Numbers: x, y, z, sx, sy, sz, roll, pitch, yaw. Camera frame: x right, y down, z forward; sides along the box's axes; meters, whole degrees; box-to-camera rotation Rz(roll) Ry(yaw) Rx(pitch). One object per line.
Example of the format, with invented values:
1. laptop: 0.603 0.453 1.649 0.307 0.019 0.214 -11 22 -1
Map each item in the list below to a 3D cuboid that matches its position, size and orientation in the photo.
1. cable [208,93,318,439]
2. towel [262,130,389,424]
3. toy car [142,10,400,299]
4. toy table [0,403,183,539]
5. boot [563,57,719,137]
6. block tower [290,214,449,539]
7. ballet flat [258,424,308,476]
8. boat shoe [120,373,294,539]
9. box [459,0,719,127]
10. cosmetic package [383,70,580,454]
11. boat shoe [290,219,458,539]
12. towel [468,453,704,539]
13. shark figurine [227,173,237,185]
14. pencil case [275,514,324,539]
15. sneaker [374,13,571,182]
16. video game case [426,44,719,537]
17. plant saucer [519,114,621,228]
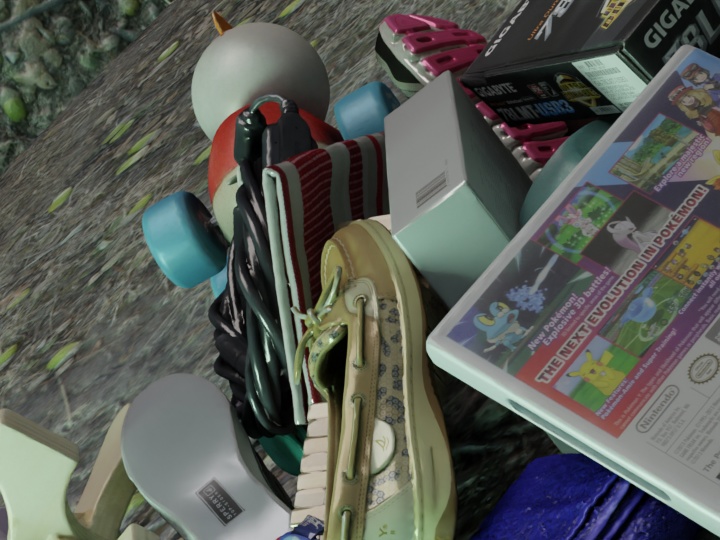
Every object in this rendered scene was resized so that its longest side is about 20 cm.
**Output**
1. cable: -0.061 0.011 1.301 0.163 0.051 0.201 114 158 -51
2. towel: 0.000 0.000 1.277 0.023 0.145 0.200 -6 6 21
3. toy car: -0.052 -0.093 1.567 0.184 0.177 0.201 -28 57 14
4. toy table: -0.152 0.162 1.285 0.117 0.183 0.200 -53 32 17
5. boot: 0.140 -0.085 1.368 0.166 0.072 0.201 48 133 48
6. block tower: 0.009 0.068 1.183 0.054 0.058 0.201 -10 55 25
7. ballet flat: -0.009 0.095 1.297 0.064 0.068 0.200 -34 15 -11
8. boat shoe: -0.072 0.129 1.236 0.069 0.057 0.200 -34 40 -5
9. box: 0.161 -0.165 1.197 0.200 0.050 0.198 -51 18 -12
10. cosmetic package: 0.076 -0.008 1.204 0.052 0.151 0.200 -37 16 12
11. boat shoe: 0.000 0.054 1.097 0.200 0.062 0.073 -104 15 -44
12. towel: 0.057 0.156 1.005 0.200 0.050 0.148 -49 18 -22
13. shark figurine: -0.016 0.013 1.464 0.128 0.215 0.089 -19 42 -35
14. pencil case: -0.056 0.213 1.070 0.200 0.078 0.087 -52 13 -29
15. sneaker: 0.069 -0.071 1.366 0.074 0.200 0.088 -18 -34 -46
16. video game case: 0.158 0.007 1.006 0.182 0.023 0.200 31 68 30
17. plant saucer: 0.174 -0.055 1.131 0.199 0.036 0.200 -9 18 3
